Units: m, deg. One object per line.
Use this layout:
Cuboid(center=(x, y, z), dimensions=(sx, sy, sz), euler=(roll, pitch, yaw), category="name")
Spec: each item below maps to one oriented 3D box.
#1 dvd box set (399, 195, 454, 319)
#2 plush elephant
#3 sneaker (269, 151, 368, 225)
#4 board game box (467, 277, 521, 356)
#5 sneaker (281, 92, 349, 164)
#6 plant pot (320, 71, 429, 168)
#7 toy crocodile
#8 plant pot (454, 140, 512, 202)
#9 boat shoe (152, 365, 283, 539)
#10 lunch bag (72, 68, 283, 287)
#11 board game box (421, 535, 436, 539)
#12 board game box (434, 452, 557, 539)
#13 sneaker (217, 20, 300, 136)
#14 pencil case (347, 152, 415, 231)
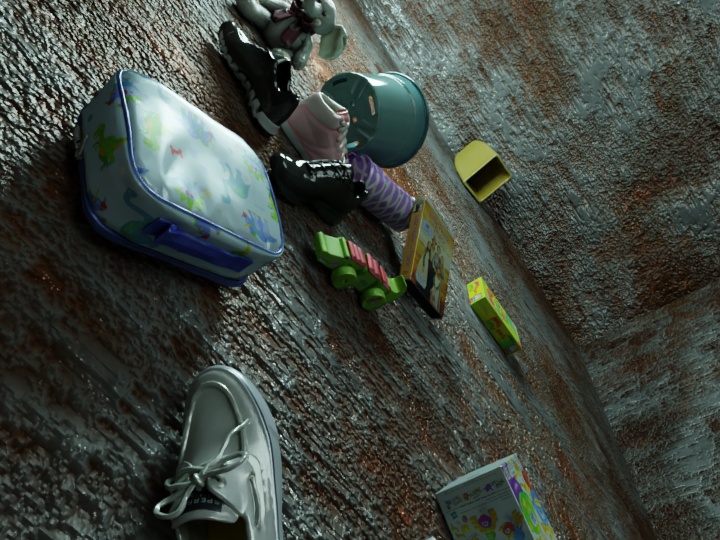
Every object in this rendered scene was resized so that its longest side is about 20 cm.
Cuboid(center=(0.137, -0.026, 1.117), dimensions=(0.146, 0.029, 0.203), euler=(47, 46, -41), category="dvd box set")
Cuboid(center=(-0.113, -0.489, 1.103), dimensions=(0.166, 0.154, 0.200), euler=(60, 21, 5), category="plush elephant")
Cuboid(center=(-0.060, -0.139, 0.847), dimensions=(0.199, 0.090, 0.077), euler=(19, 46, -58), category="sneaker")
Cuboid(center=(0.367, 0.127, 1.536), dimensions=(0.201, 0.047, 0.102), euler=(51, 22, -21), category="board game box")
Cuboid(center=(-0.044, -0.212, 0.966), dimensions=(0.201, 0.104, 0.076), euler=(53, 19, -18), category="sneaker")
Cuboid(center=(0.014, -0.311, 1.136), dimensions=(0.202, 0.199, 0.195), euler=(61, 29, 6), category="plant pot")
Cuboid(center=(0.000, 0.000, 0.836), dimensions=(0.199, 0.061, 0.068), euler=(38, 29, -44), category="toy crocodile")
Cuboid(center=(0.549, -0.485, 2.611), dimensions=(0.195, 0.193, 0.202), euler=(34, 22, -48), category="plant pot")
Cuboid(center=(-0.099, 0.154, 0.373), dimensions=(0.086, 0.073, 0.205), euler=(56, 19, -62), category="boat shoe")
Cuboid(center=(-0.165, -0.078, 0.530), dimensions=(0.199, 0.082, 0.163), euler=(27, 36, -55), category="lunch bag")
Cuboid(center=(0.098, 0.396, 0.561), dimensions=(0.127, 0.034, 0.201), euler=(51, 22, -21), category="board game box")
Cuboid(center=(0.198, 0.365, 0.738), dimensions=(0.103, 0.104, 0.203), euler=(15, 48, -62), category="board game box")
Cuboid(center=(-0.152, -0.316, 0.872), dimensions=(0.202, 0.090, 0.066), euler=(64, 20, 12), category="sneaker")
Cuboid(center=(0.043, -0.151, 1.108), dimensions=(0.199, 0.083, 0.087), euler=(32, 43, -50), category="pencil case")
